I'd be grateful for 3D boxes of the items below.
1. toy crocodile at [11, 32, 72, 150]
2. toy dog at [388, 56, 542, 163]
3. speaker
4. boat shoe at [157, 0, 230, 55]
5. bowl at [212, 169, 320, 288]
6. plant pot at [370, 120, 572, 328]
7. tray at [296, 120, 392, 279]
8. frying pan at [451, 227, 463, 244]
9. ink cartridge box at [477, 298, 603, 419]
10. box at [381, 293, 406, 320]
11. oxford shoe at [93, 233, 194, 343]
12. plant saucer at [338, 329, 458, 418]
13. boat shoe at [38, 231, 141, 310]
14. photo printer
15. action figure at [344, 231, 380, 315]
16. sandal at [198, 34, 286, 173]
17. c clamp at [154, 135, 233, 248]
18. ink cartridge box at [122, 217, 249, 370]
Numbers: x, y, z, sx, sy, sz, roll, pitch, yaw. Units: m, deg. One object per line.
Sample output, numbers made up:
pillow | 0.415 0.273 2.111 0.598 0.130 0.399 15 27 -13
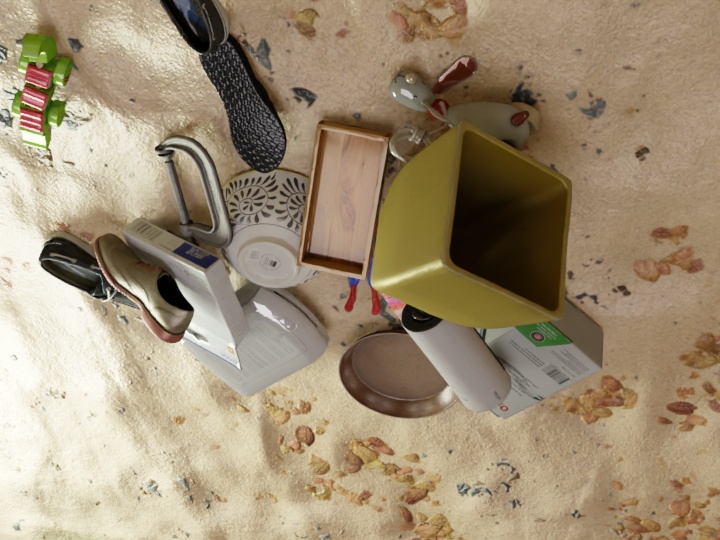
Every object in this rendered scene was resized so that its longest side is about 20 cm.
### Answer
toy crocodile | -0.437 -0.240 1.635 0.067 0.062 0.200 18 134 -5
toy dog | 0.137 -0.200 1.513 0.200 0.132 0.096 8 157 -7
speaker | 0.136 0.113 1.697 0.081 0.081 0.200 -17 132 26
boat shoe | -0.227 -0.355 1.475 0.069 0.057 0.200 -21 119 27
bowl | -0.124 -0.039 1.727 0.201 0.094 0.201 4 133 5
plant pot | 0.120 -0.036 1.500 0.194 0.196 0.200 24 152 -31
tray | -0.023 -0.095 1.635 0.099 0.037 0.200 12 109 8
frying pan | 0.129 -0.073 1.628 0.115 0.031 0.190 -38 83 20
ink cartridge box | 0.241 0.122 1.807 0.147 0.083 0.200 39 129 -22
box | 0.138 0.001 1.708 0.200 0.095 0.103 -17 129 26
oxford shoe | -0.310 0.010 1.762 0.200 0.070 0.075 47 123 11
plant saucer | 0.066 0.159 1.918 0.200 0.035 0.200 7 134 7
boat shoe | -0.406 0.016 1.871 0.200 0.060 0.076 28 132 -13
photo printer | -0.160 0.102 1.889 0.200 0.069 0.166 -30 119 34
action figure | 0.000 0.000 1.743 0.065 0.099 0.200 5 131 7
sandal | -0.147 -0.225 1.602 0.075 0.048 0.201 -10 117 23
c clamp | -0.246 -0.106 1.704 0.171 0.027 0.200 25 135 39
ink cartridge box | -0.253 0.034 1.801 0.200 0.041 0.200 25 143 37
